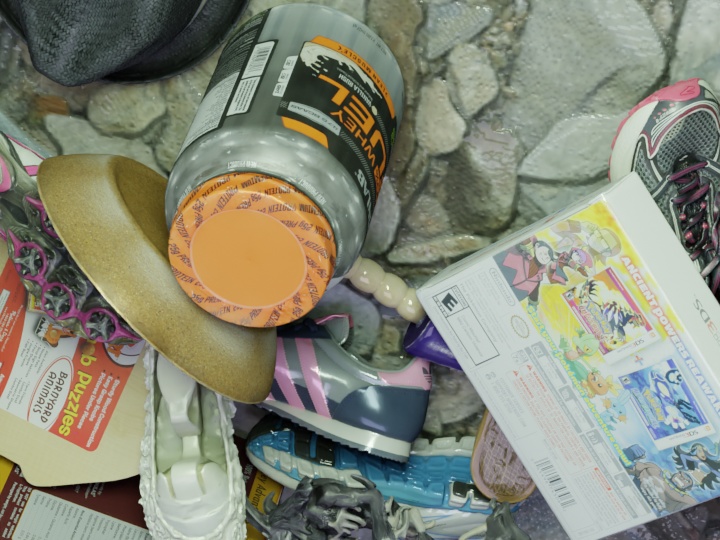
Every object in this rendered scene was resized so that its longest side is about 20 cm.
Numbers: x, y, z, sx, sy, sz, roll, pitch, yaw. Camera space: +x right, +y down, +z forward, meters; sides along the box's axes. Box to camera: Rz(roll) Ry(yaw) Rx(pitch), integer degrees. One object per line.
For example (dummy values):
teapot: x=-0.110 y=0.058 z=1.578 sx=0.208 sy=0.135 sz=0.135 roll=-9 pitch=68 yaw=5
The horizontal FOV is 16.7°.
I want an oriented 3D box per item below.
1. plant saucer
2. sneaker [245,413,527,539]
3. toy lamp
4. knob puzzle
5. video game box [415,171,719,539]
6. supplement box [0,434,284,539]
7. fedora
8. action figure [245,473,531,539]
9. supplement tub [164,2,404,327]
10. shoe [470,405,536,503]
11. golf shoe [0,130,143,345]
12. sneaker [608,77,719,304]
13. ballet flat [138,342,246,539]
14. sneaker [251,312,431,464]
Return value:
plant saucer: x=-0.114 y=-0.006 z=1.504 sx=0.035 sy=0.200 sz=0.200 roll=-42 pitch=109 yaw=14
sneaker: x=0.015 y=0.154 z=1.696 sx=0.198 sy=0.075 sz=0.087 roll=14 pitch=133 yaw=2
toy lamp: x=0.000 y=0.000 z=1.599 sx=0.199 sy=0.058 sz=0.058 roll=35 pitch=125 yaw=-9
knob puzzle: x=-0.174 y=0.051 z=1.630 sx=0.218 sy=0.030 sz=0.222 roll=0 pitch=90 yaw=7
video game box: x=0.151 y=0.059 z=1.519 sx=0.182 sy=0.047 sz=0.201 roll=-26 pitch=98 yaw=49
supplement box: x=-0.174 y=0.200 z=1.689 sx=0.199 sy=0.198 sz=0.133 roll=20 pitch=128 yaw=-2
fedora: x=-0.156 y=-0.181 z=1.477 sx=0.199 sy=0.092 sz=0.202 roll=6 pitch=126 yaw=9
action figure: x=0.010 y=0.190 z=1.619 sx=0.198 sy=0.103 sz=0.119 roll=8 pitch=152 yaw=-4
supplement tub: x=-0.046 y=-0.063 z=1.472 sx=0.121 sy=0.201 sz=0.123 roll=6 pitch=127 yaw=8
shoe: x=0.122 y=0.058 z=1.615 sx=0.070 sy=0.053 sz=0.201 roll=26 pitch=115 yaw=10
golf shoe: x=-0.195 y=-0.032 z=1.567 sx=0.200 sy=0.092 sz=0.073 roll=42 pitch=109 yaw=11
sneaker: x=0.204 y=-0.026 z=1.506 sx=0.080 sy=0.075 sz=0.201 roll=-19 pitch=125 yaw=-17
ballet flat: x=-0.114 y=0.106 z=1.575 sx=0.071 sy=0.072 sz=0.202 roll=-6 pitch=90 yaw=16
sneaker: x=-0.045 y=0.058 z=1.654 sx=0.199 sy=0.070 sz=0.083 roll=23 pitch=90 yaw=8
